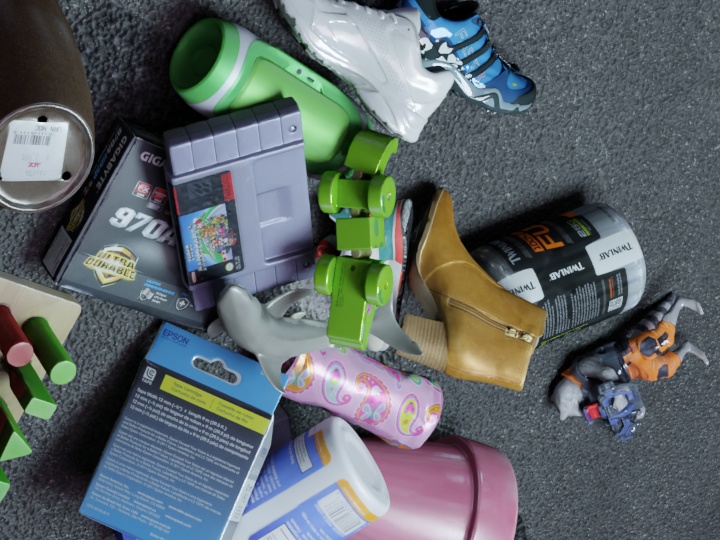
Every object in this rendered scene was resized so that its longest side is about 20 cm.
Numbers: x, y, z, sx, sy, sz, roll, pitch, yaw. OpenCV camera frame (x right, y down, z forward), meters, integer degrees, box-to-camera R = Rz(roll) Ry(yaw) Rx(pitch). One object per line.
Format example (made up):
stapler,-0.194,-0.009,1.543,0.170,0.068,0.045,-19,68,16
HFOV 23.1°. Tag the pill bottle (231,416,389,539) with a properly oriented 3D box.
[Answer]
pill bottle,-0.079,0.243,1.774,0.199,0.113,0.112,-32,133,10

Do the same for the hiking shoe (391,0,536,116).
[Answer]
hiking shoe,0.106,-0.211,1.700,0.199,0.074,0.087,18,109,-39

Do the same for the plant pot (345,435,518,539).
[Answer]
plant pot,0.044,0.264,1.902,0.178,0.200,0.201,19,108,-23

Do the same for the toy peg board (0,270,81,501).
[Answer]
toy peg board,-0.365,0.103,1.586,0.198,0.098,0.201,22,105,-40

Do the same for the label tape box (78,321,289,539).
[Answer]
label tape box,-0.166,0.171,1.715,0.066,0.142,0.202,65,47,-77

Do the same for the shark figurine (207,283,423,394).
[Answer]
shark figurine,-0.059,0.073,1.677,0.213,0.090,0.128,7,149,-33

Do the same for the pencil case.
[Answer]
pencil case,-0.011,0.114,1.807,0.199,0.088,0.088,26,103,-27

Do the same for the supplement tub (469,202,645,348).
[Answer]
supplement tub,0.191,0.014,1.867,0.198,0.123,0.124,-21,128,-20

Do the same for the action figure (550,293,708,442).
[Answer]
action figure,0.308,0.119,2.051,0.192,0.105,0.200,-27,155,-6

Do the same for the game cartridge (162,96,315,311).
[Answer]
game cartridge,-0.109,-0.056,1.603,0.129,0.038,0.201,-20,135,-16

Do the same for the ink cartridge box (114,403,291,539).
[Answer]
ink cartridge box,-0.164,0.212,1.819,0.198,0.044,0.095,-21,127,-18

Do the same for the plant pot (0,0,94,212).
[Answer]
plant pot,-0.291,-0.134,1.413,0.185,0.200,0.189,-16,126,-23

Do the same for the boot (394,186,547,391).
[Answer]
boot,0.118,0.020,1.767,0.142,0.203,0.071,14,151,-4

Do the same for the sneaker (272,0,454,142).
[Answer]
sneaker,0.004,-0.215,1.608,0.200,0.078,0.099,42,92,-18

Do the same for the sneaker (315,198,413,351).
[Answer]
sneaker,0.000,0.000,1.785,0.092,0.071,0.201,9,137,3

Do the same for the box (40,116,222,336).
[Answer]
box,-0.177,-0.037,1.650,0.199,0.046,0.160,21,107,-40

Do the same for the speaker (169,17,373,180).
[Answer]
speaker,-0.079,-0.154,1.613,0.199,0.088,0.089,29,101,-41

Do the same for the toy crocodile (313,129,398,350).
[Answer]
toy crocodile,0.000,-0.029,1.620,0.062,0.067,0.202,-2,96,-67
